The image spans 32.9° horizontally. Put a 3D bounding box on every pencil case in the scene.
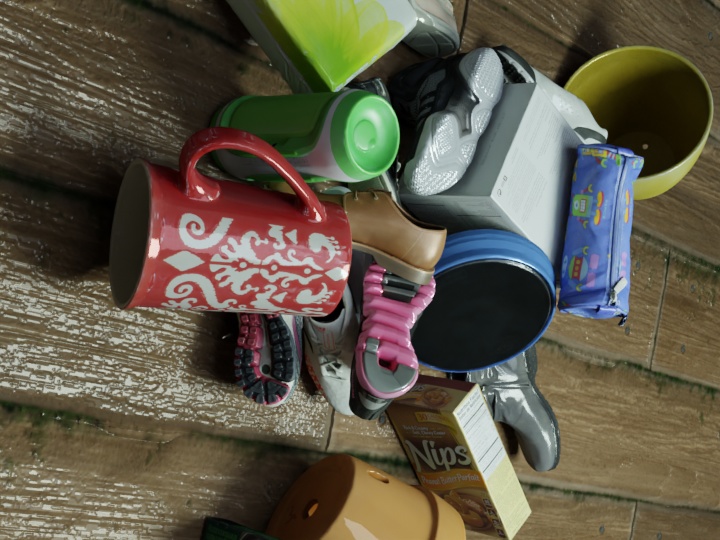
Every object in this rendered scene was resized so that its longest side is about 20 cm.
[{"bbox_3d":[0.272,-0.043,1.372,0.077,0.087,0.203,8,87,-24],"label":"pencil case"}]

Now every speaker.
[{"bbox_3d":[-0.057,-0.127,1.162,0.088,0.198,0.090,-5,97,-44],"label":"speaker"}]

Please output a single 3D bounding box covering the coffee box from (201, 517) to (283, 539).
[{"bbox_3d":[-0.125,0.357,1.194,0.044,0.122,0.203,22,80,-45],"label":"coffee box"}]

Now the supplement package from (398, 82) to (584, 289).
[{"bbox_3d":[0.173,-0.096,1.433,0.200,0.149,0.153,42,64,-39],"label":"supplement package"}]

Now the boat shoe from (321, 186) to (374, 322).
[{"bbox_3d":[0.000,0.000,1.332,0.066,0.069,0.203,-41,118,-58],"label":"boat shoe"}]

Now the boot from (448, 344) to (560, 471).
[{"bbox_3d":[0.174,0.180,1.529,0.131,0.069,0.203,-25,100,-38],"label":"boot"}]

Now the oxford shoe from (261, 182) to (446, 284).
[{"bbox_3d":[-0.005,-0.059,1.239,0.198,0.071,0.072,23,107,-11],"label":"oxford shoe"}]

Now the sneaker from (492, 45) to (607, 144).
[{"bbox_3d":[0.228,-0.202,1.512,0.200,0.073,0.080,47,53,-10],"label":"sneaker"}]

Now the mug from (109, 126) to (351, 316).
[{"bbox_3d":[-0.108,-0.028,1.098,0.197,0.177,0.135,8,66,-26],"label":"mug"}]

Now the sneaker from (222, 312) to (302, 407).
[{"bbox_3d":[-0.097,0.037,1.236,0.075,0.079,0.203,52,38,-78],"label":"sneaker"}]

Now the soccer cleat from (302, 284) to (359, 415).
[{"bbox_3d":[-0.031,0.065,1.276,0.068,0.085,0.203,-11,105,1],"label":"soccer cleat"}]

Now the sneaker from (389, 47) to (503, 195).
[{"bbox_3d":[0.076,-0.165,1.353,0.076,0.113,0.201,54,56,-39],"label":"sneaker"}]

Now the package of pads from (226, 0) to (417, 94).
[{"bbox_3d":[-0.051,-0.284,1.210,0.154,0.068,0.201,-42,100,-33],"label":"package of pads"}]

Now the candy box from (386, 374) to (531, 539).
[{"bbox_3d":[0.113,0.217,1.426,0.055,0.114,0.202,-45,123,-33],"label":"candy box"}]

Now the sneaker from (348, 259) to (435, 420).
[{"bbox_3d":[0.024,0.069,1.262,0.096,0.078,0.201,111,-3,-46],"label":"sneaker"}]

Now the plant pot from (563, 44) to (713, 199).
[{"bbox_3d":[0.366,-0.175,1.617,0.202,0.198,0.142,-67,156,-17],"label":"plant pot"}]

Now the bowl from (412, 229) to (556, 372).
[{"bbox_3d":[0.127,0.041,1.381,0.200,0.199,0.040,42,24,-39],"label":"bowl"}]

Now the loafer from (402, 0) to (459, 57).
[{"bbox_3d":[0.044,-0.308,1.351,0.199,0.071,0.064,31,56,-48],"label":"loafer"}]

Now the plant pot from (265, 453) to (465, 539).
[{"bbox_3d":[-0.007,0.288,1.271,0.140,0.199,0.201,43,63,-21],"label":"plant pot"}]

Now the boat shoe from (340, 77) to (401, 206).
[{"bbox_3d":[0.022,-0.109,1.335,0.067,0.071,0.203,-27,109,-40],"label":"boat shoe"}]
